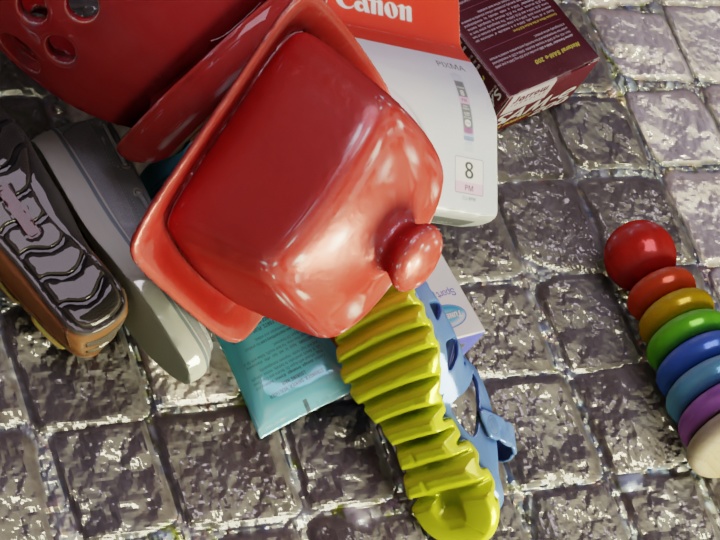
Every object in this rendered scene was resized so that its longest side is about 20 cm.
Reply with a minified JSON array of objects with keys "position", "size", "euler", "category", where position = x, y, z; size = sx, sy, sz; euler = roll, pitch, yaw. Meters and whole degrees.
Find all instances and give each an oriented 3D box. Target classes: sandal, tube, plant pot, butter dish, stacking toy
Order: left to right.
[{"position":[-0.135,-0.181,1.529],"size":[0.183,0.200,0.200],"euler":[48,47,-2],"category":"plant pot"},{"position":[-0.080,0.010,1.598],"size":[0.077,0.050,0.200],"euler":[-28,74,-8],"category":"tube"},{"position":[-0.015,-0.037,1.471],"size":[0.148,0.200,0.200],"euler":[29,82,26],"category":"butter dish"},{"position":[0.047,0.078,1.579],"size":[0.087,0.079,0.201],"euler":[-42,116,-53],"category":"sandal"},{"position":[0.237,0.048,1.741],"size":[0.085,0.085,0.200],"euler":[-4,54,-32],"category":"stacking toy"}]

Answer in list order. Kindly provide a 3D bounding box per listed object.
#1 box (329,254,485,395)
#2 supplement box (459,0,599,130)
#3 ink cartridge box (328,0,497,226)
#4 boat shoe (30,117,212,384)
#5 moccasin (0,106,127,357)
[{"position":[0.000,0.000,1.657],"size":[0.119,0.042,0.200],"euler":[-14,63,-37],"category":"box"},{"position":[0.078,-0.206,1.837],"size":[0.109,0.061,0.200],"euler":[-25,71,-39],"category":"supplement box"},{"position":[0.021,-0.138,1.659],"size":[0.162,0.057,0.201],"euler":[7,81,-36],"category":"ink cartridge box"},{"position":[-0.141,-0.021,1.559],"size":[0.071,0.070,0.201],"euler":[-28,70,-19],"category":"boat shoe"},{"position":[-0.222,-0.032,1.535],"size":[0.074,0.078,0.201],"euler":[-39,85,-27],"category":"moccasin"}]
